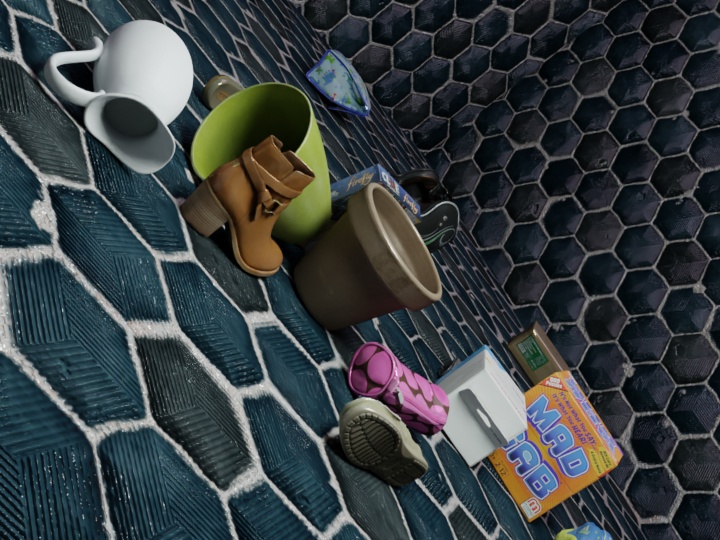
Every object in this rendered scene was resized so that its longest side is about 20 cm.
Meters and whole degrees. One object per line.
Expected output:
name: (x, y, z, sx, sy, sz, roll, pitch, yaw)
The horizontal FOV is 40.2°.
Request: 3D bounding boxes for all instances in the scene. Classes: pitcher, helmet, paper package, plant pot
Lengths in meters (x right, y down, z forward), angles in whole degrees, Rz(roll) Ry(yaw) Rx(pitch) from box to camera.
pitcher: (-0.286, -0.231, 1.181, 0.171, 0.121, 0.202, 36, 31, -27)
helmet: (0.106, -0.123, 2.172, 0.200, 0.188, 0.204, 169, -90, -77)
paper package: (0.547, 0.271, 2.986, 0.201, 0.103, 0.190, 56, 12, 4)
plant pot: (-0.121, -0.134, 1.434, 0.188, 0.185, 0.201, 64, 3, 40)
plant pot: (0.000, 0.000, 1.457, 0.201, 0.173, 0.201, 52, 16, -22)

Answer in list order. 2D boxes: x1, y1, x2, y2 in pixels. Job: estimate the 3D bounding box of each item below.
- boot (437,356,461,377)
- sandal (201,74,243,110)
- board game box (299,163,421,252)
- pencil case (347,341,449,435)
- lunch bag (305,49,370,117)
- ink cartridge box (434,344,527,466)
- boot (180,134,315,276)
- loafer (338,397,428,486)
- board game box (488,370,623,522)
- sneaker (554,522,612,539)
boot: (0.224, 0.229, 1.974, 0.132, 0.070, 0.200, 51, 7, 11)
sandal: (-0.191, -0.269, 1.683, 0.054, 0.081, 0.199, 41, 9, 34)
board game box: (-0.020, -0.088, 1.572, 0.135, 0.198, 0.035, 40, 37, -48)
pencil case: (0.062, 0.180, 1.439, 0.093, 0.092, 0.200, 19, -11, 38)
lunch bag: (-0.048, -0.515, 2.778, 0.200, 0.128, 0.170, 43, 13, -6)
ink cartridge box: (0.208, 0.239, 1.738, 0.129, 0.125, 0.200, 53, 12, -2)
boot: (-0.121, -0.084, 1.284, 0.200, 0.154, 0.077, 42, 16, -44)
loafer: (0.021, 0.211, 1.248, 0.201, 0.075, 0.069, 55, 6, -50)
board game box: (0.366, 0.334, 1.907, 0.201, 0.199, 0.200, 57, 13, 14)
sneaker: (0.417, 0.526, 1.811, 0.076, 0.105, 0.200, 50, 13, -16)
